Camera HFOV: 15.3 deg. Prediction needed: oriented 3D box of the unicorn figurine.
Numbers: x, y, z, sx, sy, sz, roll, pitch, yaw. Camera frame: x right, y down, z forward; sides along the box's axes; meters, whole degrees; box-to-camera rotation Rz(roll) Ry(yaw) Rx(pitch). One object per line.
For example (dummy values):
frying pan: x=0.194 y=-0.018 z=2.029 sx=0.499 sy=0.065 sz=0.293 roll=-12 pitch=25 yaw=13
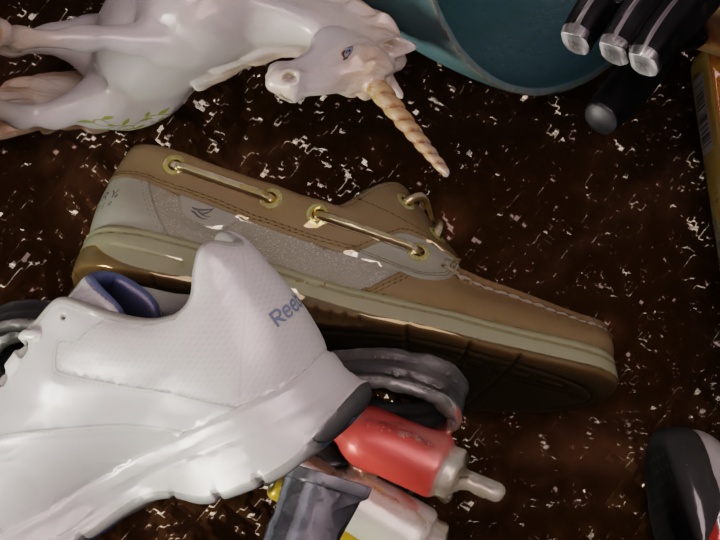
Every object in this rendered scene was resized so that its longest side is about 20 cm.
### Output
unicorn figurine: x=-0.071 y=-0.078 z=0.918 sx=0.137 sy=0.200 sz=0.074 roll=6 pitch=90 yaw=-25

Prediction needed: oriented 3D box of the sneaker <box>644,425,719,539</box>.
sneaker: x=0.183 y=0.135 z=0.967 sx=0.108 sy=0.067 sz=0.202 roll=-22 pitch=87 yaw=-8

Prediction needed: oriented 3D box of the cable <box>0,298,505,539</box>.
cable: x=-0.043 y=0.053 z=0.953 sx=0.200 sy=0.097 sz=0.050 roll=20 pitch=45 yaw=-4

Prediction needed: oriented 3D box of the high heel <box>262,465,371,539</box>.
high heel: x=0.043 y=0.163 z=0.910 sx=0.200 sy=0.071 sz=0.143 roll=19 pitch=84 yaw=1

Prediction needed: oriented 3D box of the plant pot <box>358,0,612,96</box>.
plant pot: x=0.029 y=-0.175 z=0.954 sx=0.135 sy=0.200 sz=0.200 roll=20 pitch=79 yaw=35

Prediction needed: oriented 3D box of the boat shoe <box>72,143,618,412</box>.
boat shoe: x=0.000 y=0.000 z=0.969 sx=0.200 sy=0.074 sz=0.066 roll=15 pitch=67 yaw=-6

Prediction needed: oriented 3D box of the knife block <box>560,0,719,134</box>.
knife block: x=0.137 y=-0.116 z=0.936 sx=0.175 sy=0.064 sz=0.200 roll=-10 pitch=39 yaw=-9

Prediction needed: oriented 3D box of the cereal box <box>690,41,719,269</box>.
cereal box: x=0.227 y=-0.021 z=0.959 sx=0.200 sy=0.040 sz=0.144 roll=-8 pitch=83 yaw=-4

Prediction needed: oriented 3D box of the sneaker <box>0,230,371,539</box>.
sneaker: x=-0.094 y=0.048 z=0.926 sx=0.200 sy=0.075 sz=0.087 roll=-24 pitch=97 yaw=23
